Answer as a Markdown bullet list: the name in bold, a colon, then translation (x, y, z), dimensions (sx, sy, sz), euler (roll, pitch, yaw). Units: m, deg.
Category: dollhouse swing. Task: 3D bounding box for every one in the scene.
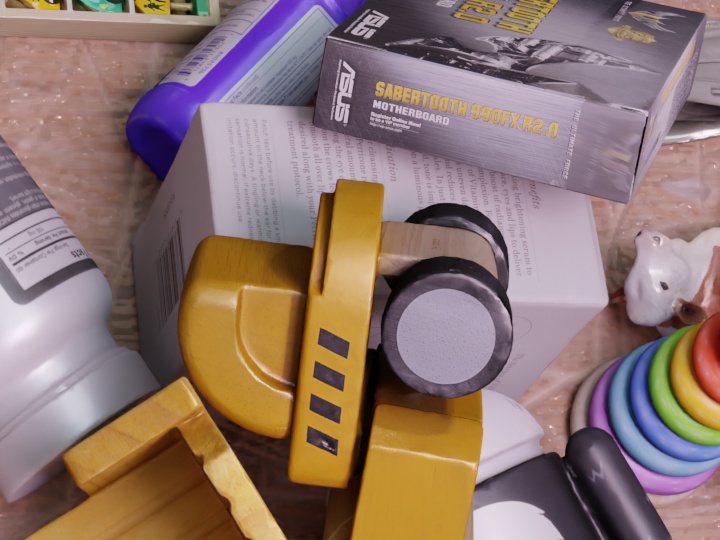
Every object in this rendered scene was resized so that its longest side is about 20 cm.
- **dollhouse swing**: translation (-0.099, 0.182, 1.198), dimensions (0.175, 0.182, 0.200), euler (-30, 85, -5)

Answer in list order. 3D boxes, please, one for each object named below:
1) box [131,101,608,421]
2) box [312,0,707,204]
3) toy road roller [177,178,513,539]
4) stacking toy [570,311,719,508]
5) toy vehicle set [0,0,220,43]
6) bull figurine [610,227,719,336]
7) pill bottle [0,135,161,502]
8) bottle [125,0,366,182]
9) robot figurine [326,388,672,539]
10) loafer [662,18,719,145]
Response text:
- **box**: translation (0.000, 0.000, 1.341), dimensions (0.199, 0.152, 0.107), euler (2, 63, -20)
- **box**: translation (0.079, -0.101, 1.316), dimensions (0.158, 0.049, 0.200), euler (14, 22, 12)
- **toy road roller**: translation (-0.012, 0.058, 1.193), dimensions (0.145, 0.123, 0.201), euler (8, 107, 0)
- **stacking toy**: translation (0.183, 0.058, 1.363), dimensions (0.085, 0.200, 0.086), euler (7, 69, -18)
- **toy vehicle set**: translation (-0.147, -0.221, 1.443), dimensions (0.124, 0.027, 0.201), euler (0, 71, -20)
- **bull figurine**: translation (0.233, 0.018, 1.465), dimensions (0.200, 0.065, 0.122), euler (36, 78, -16)
- **pill bottle**: translation (-0.194, 0.006, 1.294), dimensions (0.116, 0.116, 0.200), euler (-34, 85, -27)
- **bottle**: translation (-0.036, -0.124, 1.405), dimensions (0.065, 0.083, 0.200), euler (48, 69, -12)
- **robot figurine**: translation (0.064, 0.156, 1.327), dimensions (0.150, 0.125, 0.200), euler (-22, 80, -28)
- **loafer**: translation (0.139, -0.088, 1.475), dimensions (0.199, 0.070, 0.070), euler (-16, 69, -25)
